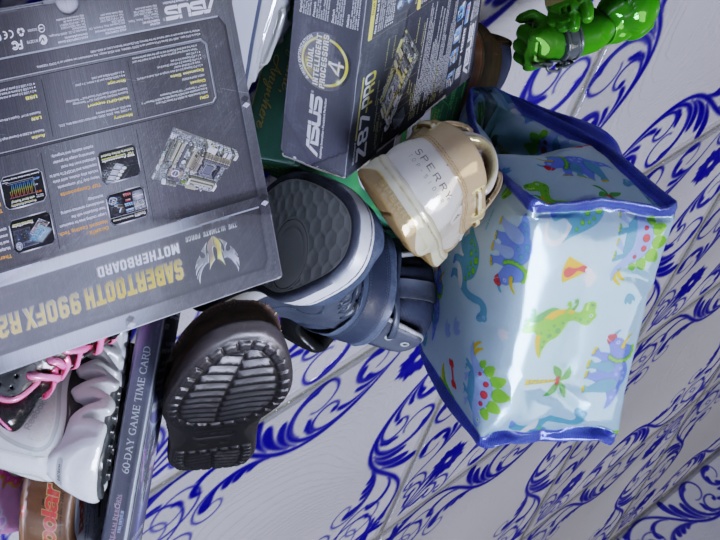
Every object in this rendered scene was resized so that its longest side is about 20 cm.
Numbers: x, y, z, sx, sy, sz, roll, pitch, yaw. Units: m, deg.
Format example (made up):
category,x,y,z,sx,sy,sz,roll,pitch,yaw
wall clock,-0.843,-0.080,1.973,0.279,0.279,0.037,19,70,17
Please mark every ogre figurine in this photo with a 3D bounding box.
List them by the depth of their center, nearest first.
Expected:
category,x,y,z,sx,sy,sz,roll,pitch,yaw
ogre figurine,0.188,-0.233,1.175,0.119,0.098,0.202,-3,107,-42

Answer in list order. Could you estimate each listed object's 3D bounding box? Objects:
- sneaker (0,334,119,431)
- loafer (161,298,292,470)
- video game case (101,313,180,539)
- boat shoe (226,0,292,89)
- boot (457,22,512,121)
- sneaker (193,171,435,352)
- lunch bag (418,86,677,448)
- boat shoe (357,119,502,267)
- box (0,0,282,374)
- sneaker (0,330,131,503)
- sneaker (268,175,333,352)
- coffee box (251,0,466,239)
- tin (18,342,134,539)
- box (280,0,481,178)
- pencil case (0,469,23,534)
category,x,y,z,sx,sy,sz,roll,pitch,yaw
sneaker,-0.170,0.037,0.873,0.198,0.096,0.079,-14,153,-6
loafer,-0.089,0.059,0.993,0.072,0.072,0.200,-3,156,-16
video game case,-0.131,0.084,1.021,0.143,0.019,0.202,138,-38,-86
boat shoe,-0.065,-0.134,0.886,0.065,0.074,0.201,-22,150,-38
boot,0.051,-0.085,1.187,0.097,0.074,0.201,-13,133,-59
sneaker,0.000,-0.002,0.990,0.145,0.078,0.202,12,169,-27
lunch bag,0.102,-0.007,1.071,0.126,0.200,0.172,1,114,-23
boat shoe,0.048,-0.049,0.943,0.069,0.074,0.200,-34,-179,6
box,-0.136,-0.048,0.789,0.199,0.048,0.160,-20,105,-42
sneaker,-0.172,0.051,0.954,0.201,0.080,0.076,-92,-170,-63
sneaker,-0.017,-0.021,1.146,0.069,0.099,0.201,-30,155,-40
coffee box,0.001,-0.097,1.029,0.200,0.044,0.124,26,78,-63
tin,-0.169,0.112,1.054,0.200,0.041,0.113,-68,163,-72
box,0.023,-0.172,0.904,0.161,0.049,0.202,-46,150,-50
pencil case,-0.264,0.122,0.965,0.088,0.087,0.199,-53,159,18
